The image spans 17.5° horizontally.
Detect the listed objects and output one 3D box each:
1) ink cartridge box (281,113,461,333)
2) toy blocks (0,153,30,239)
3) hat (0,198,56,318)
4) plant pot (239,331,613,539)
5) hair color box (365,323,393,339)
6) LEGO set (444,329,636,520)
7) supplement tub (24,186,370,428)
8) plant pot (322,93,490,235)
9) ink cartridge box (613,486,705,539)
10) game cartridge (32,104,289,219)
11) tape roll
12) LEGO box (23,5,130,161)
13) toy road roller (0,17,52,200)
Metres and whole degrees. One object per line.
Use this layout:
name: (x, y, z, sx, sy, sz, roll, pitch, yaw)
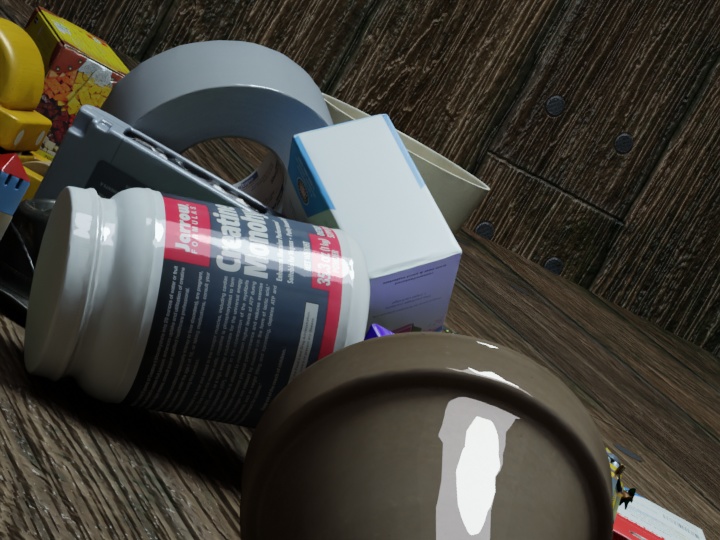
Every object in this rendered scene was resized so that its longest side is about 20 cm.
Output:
ink cartridge box: (0.000, 0.000, 1.812, 0.085, 0.200, 0.145, -15, 58, -20)
toy blocks: (-0.295, -0.060, 1.500, 0.200, 0.137, 0.100, 23, 9, -44)
hat: (-0.202, -0.004, 1.694, 0.200, 0.081, 0.201, 29, 6, -3)
plant pot: (0.030, 0.157, 1.177, 0.200, 0.200, 0.175, 28, 26, -11)
hair color box: (0.072, 0.134, 1.690, 0.200, 0.109, 0.065, 29, 5, -8)
LEGO set: (0.086, 0.120, 1.591, 0.200, 0.154, 0.116, 27, 36, -2)
supplement tub: (-0.106, 0.025, 1.516, 0.200, 0.141, 0.140, 12, 12, -17)
plant pot: (-0.006, -0.036, 2.211, 0.187, 0.200, 0.187, 28, 7, -4)
ink cartridge box: (0.205, 0.219, 1.787, 0.116, 0.067, 0.200, 29, 7, 1)
game cartridge: (-0.155, -0.022, 1.786, 0.200, 0.133, 0.042, 31, 23, 1)
tape roll: (-0.115, -0.084, 1.863, 0.200, 0.200, 0.066, 25, 29, -31)
LEGO box: (-0.276, -0.136, 2.060, 0.077, 0.149, 0.200, 27, 8, -20)
toy road roller: (-0.290, -0.119, 1.892, 0.200, 0.146, 0.123, 30, 7, 7)
